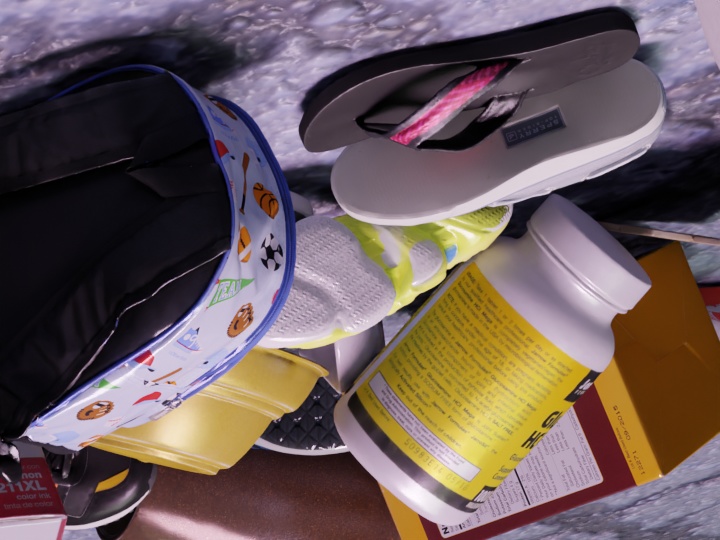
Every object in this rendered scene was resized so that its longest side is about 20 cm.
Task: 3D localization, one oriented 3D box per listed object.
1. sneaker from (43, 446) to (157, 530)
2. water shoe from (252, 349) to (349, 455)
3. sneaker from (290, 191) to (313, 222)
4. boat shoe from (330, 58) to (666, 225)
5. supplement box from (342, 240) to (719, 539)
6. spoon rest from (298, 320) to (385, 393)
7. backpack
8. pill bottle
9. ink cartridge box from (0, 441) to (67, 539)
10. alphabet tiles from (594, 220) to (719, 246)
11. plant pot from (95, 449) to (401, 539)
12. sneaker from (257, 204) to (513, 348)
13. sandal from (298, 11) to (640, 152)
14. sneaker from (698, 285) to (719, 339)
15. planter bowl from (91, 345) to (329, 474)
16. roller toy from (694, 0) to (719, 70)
[{"bbox_3d":[-0.247,0.140,1.843,0.199,0.070,0.090,0,161,18],"label":"sneaker"},{"bbox_3d":[-0.076,0.091,1.842,0.199,0.072,0.079,4,177,14],"label":"water shoe"},{"bbox_3d":[-0.115,0.005,1.539,0.199,0.100,0.071,-5,158,-24],"label":"sneaker"},{"bbox_3d":[0.084,-0.065,1.511,0.200,0.070,0.072,-17,158,6],"label":"boat shoe"},{"bbox_3d":[0.129,0.089,1.790,0.199,0.133,0.197,-22,180,27],"label":"supplement box"},{"bbox_3d":[-0.016,0.036,1.719,0.060,0.100,0.200,-9,173,2],"label":"spoon rest"},{"bbox_3d":[-0.126,-0.009,1.375,0.190,0.201,0.154,-30,160,27],"label":"backpack"},{"bbox_3d":[0.085,0.053,1.621,0.200,0.113,0.112,-48,151,12],"label":"pill bottle"},{"bbox_3d":[-0.256,0.126,1.590,0.082,0.200,0.146,-5,136,-25],"label":"ink cartridge box"},{"bbox_3d":[0.235,-0.019,1.702,0.199,0.006,0.166,7,-178,-34],"label":"alphabet tiles"},{"bbox_3d":[-0.096,0.181,1.981,0.199,0.188,0.187,16,150,-27],"label":"plant pot"},{"bbox_3d":[0.000,0.000,1.586,0.199,0.076,0.105,-24,174,-21],"label":"sneaker"},{"bbox_3d":[0.061,-0.096,1.445,0.199,0.045,0.075,-14,161,6],"label":"sandal"},{"bbox_3d":[0.297,0.063,1.950,0.200,0.108,0.067,-7,161,-16],"label":"sneaker"},{"bbox_3d":[-0.126,0.080,1.650,0.199,0.084,0.200,13,173,2],"label":"planter bowl"},{"bbox_3d":[0.246,-0.158,1.239,0.182,0.140,0.200,-17,162,-21],"label":"roller toy"}]
